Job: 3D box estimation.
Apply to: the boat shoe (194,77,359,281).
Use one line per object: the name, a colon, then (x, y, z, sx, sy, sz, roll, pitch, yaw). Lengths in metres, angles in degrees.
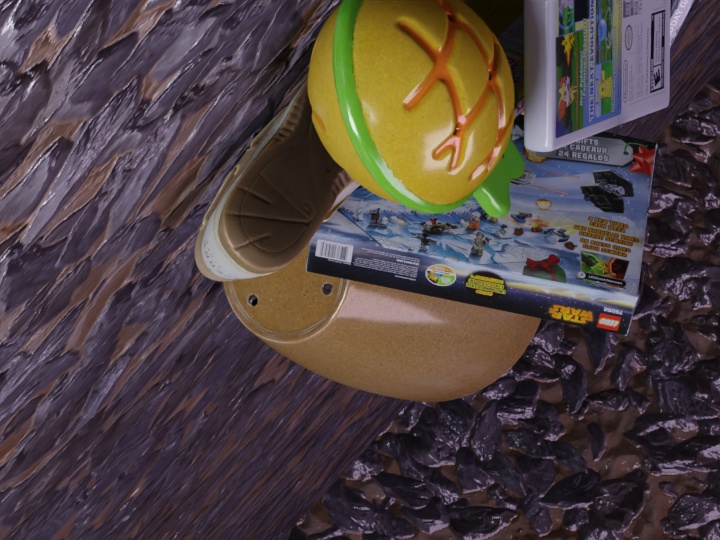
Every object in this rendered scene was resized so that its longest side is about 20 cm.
boat shoe: (-0.032, -0.067, 1.548, 0.200, 0.074, 0.066, -46, -169, -35)

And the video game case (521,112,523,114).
video game case: (0.125, -0.101, 1.919, 0.200, 0.036, 0.181, -35, 155, -48)

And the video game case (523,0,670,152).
video game case: (0.147, -0.186, 1.616, 0.182, 0.022, 0.200, -22, 115, -58)

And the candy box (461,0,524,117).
candy box: (0.086, -0.151, 1.668, 0.200, 0.102, 0.026, -44, 150, -38)

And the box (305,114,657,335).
box: (0.076, -0.040, 1.612, 0.040, 0.200, 0.137, 100, 3, -48)

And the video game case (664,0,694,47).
video game case: (0.189, -0.222, 1.745, 0.019, 0.143, 0.200, 9, 122, -29)

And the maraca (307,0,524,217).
maraca: (0.041, -0.097, 1.506, 0.107, 0.137, 0.200, -8, 168, 31)

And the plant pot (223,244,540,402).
plant pot: (0.000, 0.000, 1.720, 0.186, 0.186, 0.200, -52, 160, 19)
